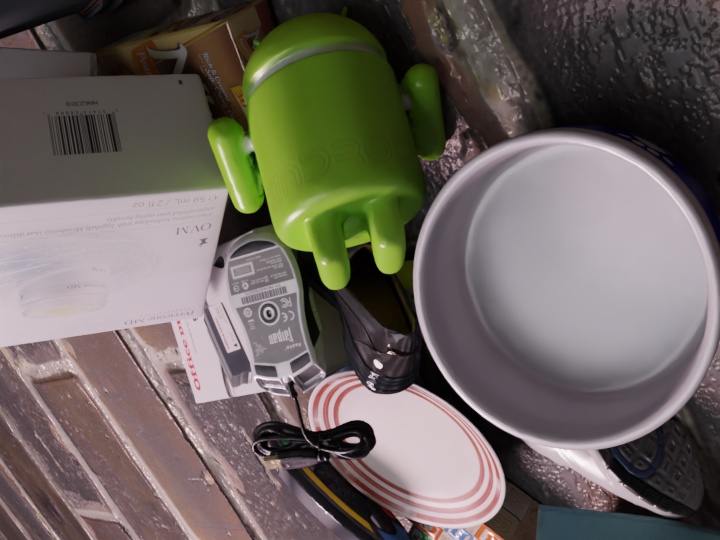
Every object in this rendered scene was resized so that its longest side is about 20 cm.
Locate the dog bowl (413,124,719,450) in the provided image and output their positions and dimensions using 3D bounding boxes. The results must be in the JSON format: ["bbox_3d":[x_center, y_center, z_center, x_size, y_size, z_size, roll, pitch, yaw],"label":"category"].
[{"bbox_3d":[0.137,0.007,0.527,0.196,0.078,0.205,8,107,29],"label":"dog bowl"}]

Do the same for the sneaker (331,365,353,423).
[{"bbox_3d":[-0.016,0.142,0.826,0.073,0.079,0.202,36,140,10],"label":"sneaker"}]

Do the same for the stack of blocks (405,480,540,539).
[{"bbox_3d":[0.088,0.239,0.824,0.198,0.058,0.116,35,139,15],"label":"stack of blocks"}]

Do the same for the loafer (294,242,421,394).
[{"bbox_3d":[0.000,0.000,0.667,0.202,0.071,0.073,59,150,28],"label":"loafer"}]

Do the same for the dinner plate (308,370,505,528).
[{"bbox_3d":[0.041,0.161,0.728,0.196,0.024,0.203,18,135,18],"label":"dinner plate"}]

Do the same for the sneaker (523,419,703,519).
[{"bbox_3d":[0.186,0.133,0.656,0.198,0.074,0.088,35,153,23],"label":"sneaker"}]

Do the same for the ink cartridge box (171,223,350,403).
[{"bbox_3d":[-0.108,0.045,0.798,0.198,0.083,0.148,-19,89,49],"label":"ink cartridge box"}]

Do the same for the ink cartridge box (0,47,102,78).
[{"bbox_3d":[-0.312,-0.130,0.767,0.200,0.142,0.087,127,142,-72],"label":"ink cartridge box"}]

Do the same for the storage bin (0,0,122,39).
[{"bbox_3d":[-0.323,-0.297,0.689,0.145,0.133,0.203,12,130,59],"label":"storage bin"}]

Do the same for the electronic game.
[{"bbox_3d":[-0.020,0.240,0.855,0.199,0.042,0.200,39,178,2],"label":"electronic game"}]

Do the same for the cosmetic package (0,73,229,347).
[{"bbox_3d":[-0.228,-0.045,0.668,0.201,0.195,0.125,117,139,-54],"label":"cosmetic package"}]

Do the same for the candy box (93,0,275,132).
[{"bbox_3d":[-0.145,-0.162,0.716,0.197,0.055,0.117,4,125,41],"label":"candy box"}]

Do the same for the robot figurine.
[{"bbox_3d":[-0.021,-0.095,0.577,0.116,0.171,0.204,73,-179,-74],"label":"robot figurine"}]

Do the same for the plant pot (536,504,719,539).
[{"bbox_3d":[0.252,0.275,0.619,0.196,0.144,0.141,-10,145,33],"label":"plant pot"}]

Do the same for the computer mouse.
[{"bbox_3d":[-0.059,0.065,0.676,0.107,0.044,0.205,-12,92,19],"label":"computer mouse"}]

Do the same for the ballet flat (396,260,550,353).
[{"bbox_3d":[0.083,0.035,0.657,0.197,0.067,0.068,8,127,38],"label":"ballet flat"}]
